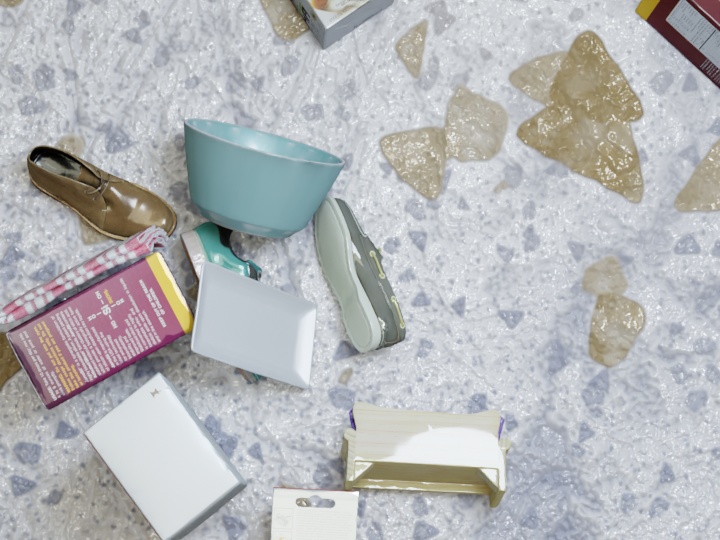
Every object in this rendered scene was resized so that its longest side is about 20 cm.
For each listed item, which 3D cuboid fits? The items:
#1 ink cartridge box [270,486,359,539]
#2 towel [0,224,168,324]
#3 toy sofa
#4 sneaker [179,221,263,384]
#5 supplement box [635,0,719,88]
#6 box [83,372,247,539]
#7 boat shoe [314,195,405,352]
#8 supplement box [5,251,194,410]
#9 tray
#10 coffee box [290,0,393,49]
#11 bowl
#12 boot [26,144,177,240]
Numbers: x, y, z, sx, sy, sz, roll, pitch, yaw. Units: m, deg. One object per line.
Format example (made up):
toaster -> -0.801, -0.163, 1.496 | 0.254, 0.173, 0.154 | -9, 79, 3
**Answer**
ink cartridge box -> -0.058, 0.358, 1.602 | 0.107, 0.050, 0.203 | 3, 85, -1
towel -> -0.323, 0.007, 1.593 | 0.198, 0.146, 0.030 | -27, 96, 4
toy sofa -> 0.076, 0.220, 1.619 | 0.197, 0.083, 0.099 | 3, 65, -2
sneaker -> -0.146, 0.033, 1.647 | 0.079, 0.071, 0.202 | -22, 88, -11
supplement box -> 0.493, -0.348, 1.703 | 0.200, 0.133, 0.197 | 44, 81, 5
box -> -0.216, 0.215, 1.549 | 0.106, 0.200, 0.153 | -37, 83, -7
boat shoe -> -0.001, 0.001, 1.662 | 0.060, 0.072, 0.204 | -7, 68, -32
supplement box -> -0.299, 0.067, 1.598 | 0.198, 0.131, 0.104 | -29, 95, -8
tray -> -0.127, 0.067, 1.604 | 0.022, 0.199, 0.109 | -7, 69, 39
coffee box -> -0.055, -0.400, 1.715 | 0.114, 0.080, 0.201 | -34, 84, -7
bowl -> -0.126, -0.105, 1.624 | 0.198, 0.201, 0.106 | 16, 100, 0
boot -> -0.317, -0.093, 1.658 | 0.198, 0.076, 0.074 | 25, 76, -1
